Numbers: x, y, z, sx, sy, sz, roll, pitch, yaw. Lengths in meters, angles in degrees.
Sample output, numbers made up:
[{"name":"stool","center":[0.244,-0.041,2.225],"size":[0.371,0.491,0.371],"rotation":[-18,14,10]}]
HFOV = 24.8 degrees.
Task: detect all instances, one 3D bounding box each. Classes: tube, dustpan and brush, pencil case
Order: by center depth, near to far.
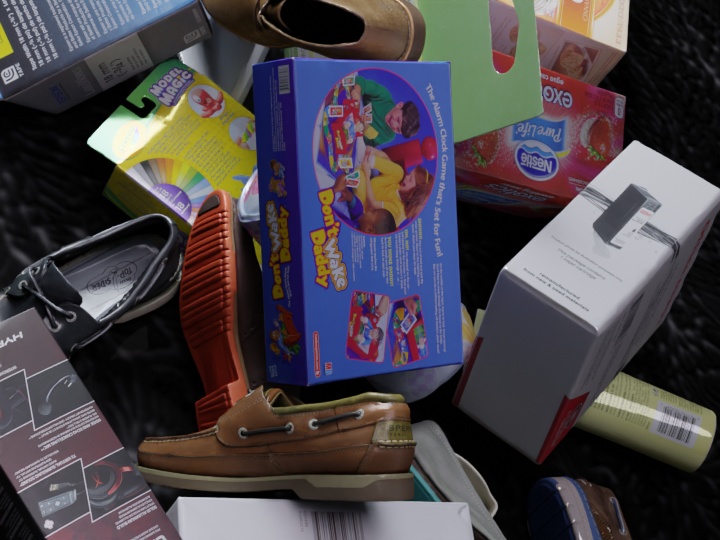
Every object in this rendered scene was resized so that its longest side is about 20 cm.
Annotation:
[{"name":"pencil case","center":[0.000,0.000,1.141],"size":[0.091,0.083,0.200],"rotation":[-44,118,-9]},{"name":"tube","center":[0.173,0.094,1.251],"size":[0.198,0.058,0.052],"rotation":[23,96,-6]},{"name":"dustpan and brush","center":[-0.121,-0.229,1.277],"size":[0.057,0.140,0.201],"rotation":[13,30,-30]}]

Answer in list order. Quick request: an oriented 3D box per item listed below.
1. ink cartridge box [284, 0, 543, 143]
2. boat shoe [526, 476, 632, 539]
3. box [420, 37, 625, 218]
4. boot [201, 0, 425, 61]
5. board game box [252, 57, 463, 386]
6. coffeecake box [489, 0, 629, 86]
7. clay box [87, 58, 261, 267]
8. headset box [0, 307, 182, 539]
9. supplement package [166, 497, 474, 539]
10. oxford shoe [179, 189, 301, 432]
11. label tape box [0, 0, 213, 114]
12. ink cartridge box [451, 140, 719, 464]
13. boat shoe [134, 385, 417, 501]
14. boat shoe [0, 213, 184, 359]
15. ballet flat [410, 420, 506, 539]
[{"name":"ink cartridge box","center":[0.031,-0.152,1.156],"size":[0.048,0.199,0.147],"rotation":[13,68,-45]},{"name":"boat shoe","center":[0.181,0.236,1.149],"size":[0.072,0.072,0.202],"rotation":[0,61,-27]},{"name":"box","center":[0.103,-0.104,1.252],"size":[0.199,0.099,0.097],"rotation":[12,80,-40]},{"name":"boot","center":[-0.052,-0.188,1.142],"size":[0.199,0.074,0.075],"rotation":[22,14,37]},{"name":"board game box","center":[0.000,-0.033,1.059],"size":[0.134,0.045,0.202],"rotation":[-4,93,-40]},{"name":"coffeecake box","center":[0.132,-0.262,1.427],"size":[0.198,0.073,0.155],"rotation":[19,56,-14]},{"name":"clay box","center":[-0.098,-0.057,1.207],"size":[0.199,0.048,0.115],"rotation":[38,55,1]},{"name":"headset box","center":[-0.187,0.148,0.977],"size":[0.075,0.149,0.201],"rotation":[-26,75,-34]},{"name":"supplement package","center":[-0.030,0.234,1.023],"size":[0.198,0.111,0.157],"rotation":[5,60,-24]},{"name":"oxford shoe","center":[-0.078,0.044,1.135],"size":[0.072,0.071,0.202],"rotation":[-1,81,-33]},{"name":"label tape box","center":[-0.229,-0.199,1.207],"size":[0.199,0.063,0.145],"rotation":[-27,72,-2]},{"name":"ink cartridge box","center":[0.166,0.019,1.185],"size":[0.083,0.145,0.200],"rotation":[34,46,17]},{"name":"boat shoe","center":[-0.054,0.107,1.032],"size":[0.072,0.198,0.069],"rotation":[9,81,-65]},{"name":"boat shoe","center":[-0.197,0.018,1.099],"size":[0.198,0.066,0.075],"rotation":[-25,64,-34]},{"name":"ballet flat","center":[0.084,0.190,1.136],"size":[0.063,0.067,0.201],"rotation":[-22,72,-41]}]
